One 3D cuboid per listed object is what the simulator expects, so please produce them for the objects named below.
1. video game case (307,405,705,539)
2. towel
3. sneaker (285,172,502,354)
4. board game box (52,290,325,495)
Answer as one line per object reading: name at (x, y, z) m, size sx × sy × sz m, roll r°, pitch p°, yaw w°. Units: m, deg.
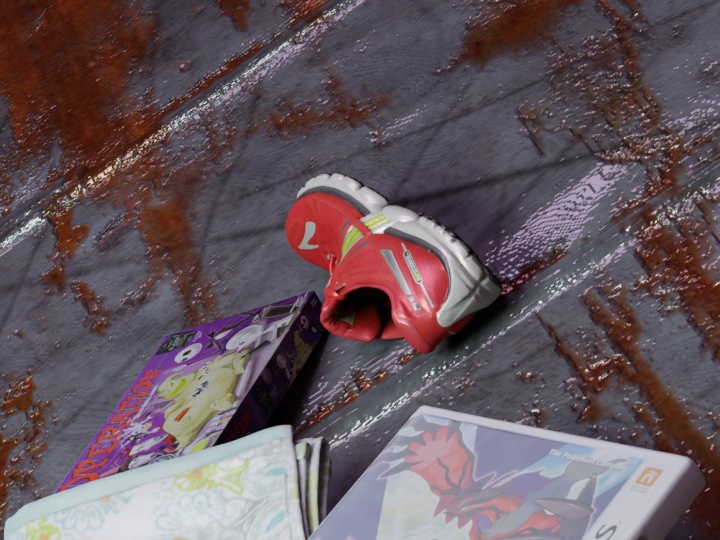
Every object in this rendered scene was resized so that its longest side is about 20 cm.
video game case at (0.046, 0.147, 1.418) m, size 0.200 × 0.023 × 0.182 m, roll 8°, pitch 49°, yaw 50°
towel at (-0.104, 0.180, 1.571) m, size 0.200 × 0.048 × 0.171 m, roll -19°, pitch 45°, yaw 14°
sneaker at (0.000, 0.000, 1.751) m, size 0.085 × 0.077 × 0.200 m, roll -47°, pitch 30°, yaw -13°
board game box at (-0.103, 0.087, 1.745) m, size 0.120 × 0.032 × 0.200 m, roll -22°, pitch 21°, yaw 31°
